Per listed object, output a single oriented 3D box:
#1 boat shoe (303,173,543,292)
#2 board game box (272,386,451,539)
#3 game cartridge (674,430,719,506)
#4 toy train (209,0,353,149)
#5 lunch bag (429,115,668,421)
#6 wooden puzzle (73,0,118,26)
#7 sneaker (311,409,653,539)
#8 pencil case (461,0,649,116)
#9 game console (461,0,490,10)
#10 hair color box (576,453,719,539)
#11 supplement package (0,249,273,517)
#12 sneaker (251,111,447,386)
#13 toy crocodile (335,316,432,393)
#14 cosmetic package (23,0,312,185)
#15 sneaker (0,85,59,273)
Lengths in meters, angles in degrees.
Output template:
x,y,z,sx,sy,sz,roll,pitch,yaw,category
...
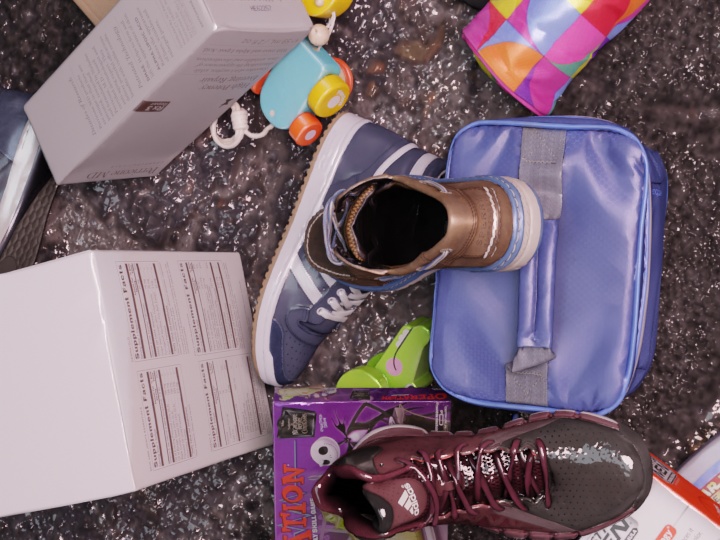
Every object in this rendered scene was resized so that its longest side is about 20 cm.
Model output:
x,y,z,sx,sy,sz,roll,pitch,yaw,category
0.017,-0.029,0.737,0.199,0.072,0.073,-10,79,53,boat shoe
0.001,0.176,0.832,0.118,0.032,0.202,1,108,3,board game box
0.260,0.165,0.778,0.200,0.041,0.133,-46,80,16,game cartridge
-0.057,-0.190,0.889,0.149,0.055,0.203,6,100,39,toy train
0.117,0.004,0.778,0.134,0.132,0.203,4,91,21,lunch bag
-0.183,-0.292,0.922,0.200,0.037,0.186,50,120,23,wooden puzzle
0.060,0.130,0.705,0.198,0.115,0.077,-9,90,29,sneaker
0.157,-0.193,0.788,0.200,0.088,0.089,-44,76,17,pencil case
0.061,-0.261,0.750,0.172,0.119,0.200,34,125,-7,game console
0.223,0.211,0.742,0.199,0.061,0.102,37,103,16,hair color box
-0.179,0.075,0.857,0.150,0.200,0.153,-13,86,21,supplement package
0.000,0.000,0.857,0.108,0.070,0.202,21,95,21,sneaker
0.000,0.116,0.860,0.062,0.067,0.201,38,105,13,toy crocodile
-0.138,-0.140,0.862,0.200,0.101,0.075,-37,74,38,cosmetic package
-0.323,-0.057,0.968,0.145,0.077,0.204,21,88,8,sneaker
